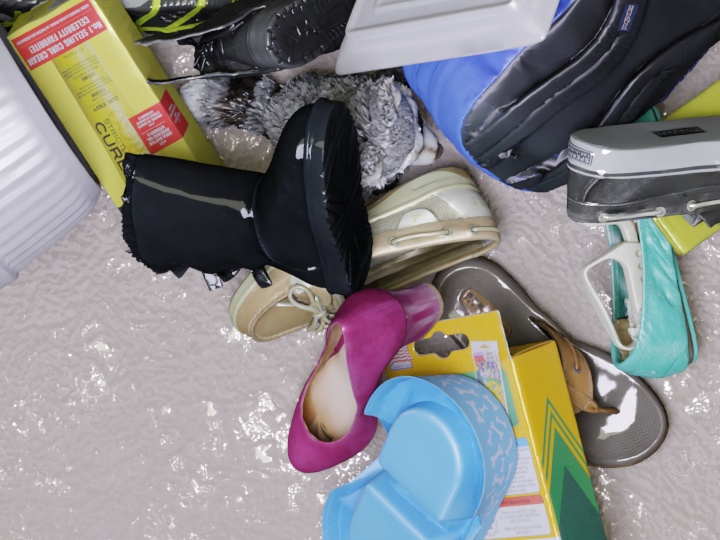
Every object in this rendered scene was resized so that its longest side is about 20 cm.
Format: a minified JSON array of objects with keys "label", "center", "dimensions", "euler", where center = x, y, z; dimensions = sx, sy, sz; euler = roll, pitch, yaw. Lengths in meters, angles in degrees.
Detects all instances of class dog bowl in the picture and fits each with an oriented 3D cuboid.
[{"label":"dog bowl","center":[0.043,0.154,1.627],"dimensions":[0.111,0.050,0.200],"euler":[42,129,27]}]

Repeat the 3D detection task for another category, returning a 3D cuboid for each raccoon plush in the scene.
[{"label":"raccoon plush","center":[-0.041,-0.095,1.644],"dimensions":[0.200,0.134,0.097],"euler":[-3,92,8]}]

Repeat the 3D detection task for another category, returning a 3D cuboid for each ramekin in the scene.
[{"label":"ramekin","center":[-0.266,-0.095,1.649],"dimensions":[0.105,0.200,0.200],"euler":[-31,88,-1]}]

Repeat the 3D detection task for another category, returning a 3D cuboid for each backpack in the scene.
[{"label":"backpack","center":[0.129,-0.163,1.606],"dimensions":[0.200,0.162,0.168],"euler":[-50,45,10]}]

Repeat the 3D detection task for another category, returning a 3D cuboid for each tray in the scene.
[{"label":"tray","center":[0.060,-0.188,1.550],"dimensions":[0.022,0.200,0.108],"euler":[36,65,-35]}]

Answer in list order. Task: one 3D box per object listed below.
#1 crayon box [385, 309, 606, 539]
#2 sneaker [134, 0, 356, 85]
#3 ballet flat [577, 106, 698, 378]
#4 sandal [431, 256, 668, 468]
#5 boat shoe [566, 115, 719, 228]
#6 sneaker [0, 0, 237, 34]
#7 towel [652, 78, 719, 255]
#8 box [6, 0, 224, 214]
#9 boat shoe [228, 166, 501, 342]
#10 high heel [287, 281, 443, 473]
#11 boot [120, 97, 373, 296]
[{"label":"crayon box","center":[0.093,0.126,1.641],"dimensions":[0.126,0.052,0.200],"euler":[-11,95,46]},{"label":"sneaker","center":[-0.052,-0.173,1.653],"dimensions":[0.104,0.200,0.060],"euler":[-2,108,46]},{"label":"ballet flat","center":[0.186,-0.021,1.645],"dimensions":[0.070,0.067,0.200],"euler":[-10,93,-19]},{"label":"sandal","center":[0.130,0.066,1.667],"dimensions":[0.082,0.055,0.200],"euler":[-45,86,7]},{"label":"boat shoe","center":[0.229,-0.064,1.579],"dimensions":[0.200,0.071,0.064],"euler":[-3,112,-16]},{"label":"sneaker","center":[-0.187,-0.210,1.701],"dimensions":[0.200,0.075,0.077],"euler":[-1,75,3]},{"label":"towel","center":[0.273,-0.099,1.628],"dimensions":[0.200,0.018,0.086],"euler":[-35,84,-13]},{"label":"box","center":[-0.164,-0.106,1.666],"dimensions":[0.075,0.050,0.200],"euler":[-25,110,15]},{"label":"boat shoe","center":[0.001,0.001,1.668],"dimensions":[0.200,0.073,0.063],"euler":[-27,58,2]},{"label":"high heel","center":[-0.022,0.084,1.633],"dimensions":[0.067,0.096,0.200],"euler":[57,133,17]},{"label":"boot","center":[-0.081,-0.052,1.568],"dimensions":[0.162,0.198,0.073],"euler":[11,60,13]}]
